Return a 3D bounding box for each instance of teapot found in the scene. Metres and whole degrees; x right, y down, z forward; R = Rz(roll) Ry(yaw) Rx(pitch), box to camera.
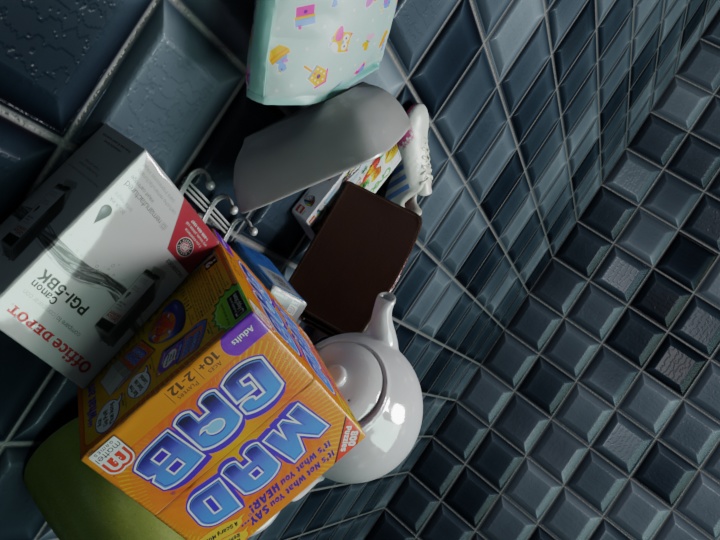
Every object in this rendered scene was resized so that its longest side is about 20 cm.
[{"bbox_3d":[-0.019,0.161,0.897,0.193,0.203,0.147,-18,150,3],"label":"teapot"}]

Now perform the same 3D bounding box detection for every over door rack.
[{"bbox_3d":[-0.210,-0.002,0.859,0.201,0.066,0.148,-52,157,-8],"label":"over door rack"}]

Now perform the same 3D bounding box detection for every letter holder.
[{"bbox_3d":[0.000,0.000,1.057,0.202,0.140,0.101,-60,160,-12],"label":"letter holder"}]

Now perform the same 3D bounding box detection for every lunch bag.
[{"bbox_3d":[-0.047,-0.276,0.745,0.200,0.121,0.173,-39,154,-46],"label":"lunch bag"}]

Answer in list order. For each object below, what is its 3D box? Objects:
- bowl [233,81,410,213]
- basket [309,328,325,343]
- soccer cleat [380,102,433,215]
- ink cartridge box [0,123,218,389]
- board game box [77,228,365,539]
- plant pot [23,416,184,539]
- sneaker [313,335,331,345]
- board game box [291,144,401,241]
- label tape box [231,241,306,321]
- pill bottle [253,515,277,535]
[{"bbox_3d":[-0.048,-0.153,0.840,0.196,0.076,0.200,-19,-165,21],"label":"bowl"},{"bbox_3d":[-0.053,0.181,1.348,0.180,0.134,0.203,-37,150,-64],"label":"basket"},{"bbox_3d":[0.094,-0.178,1.206,0.069,0.086,0.203,-34,149,-40],"label":"soccer cleat"},{"bbox_3d":[-0.255,-0.011,0.694,0.201,0.082,0.147,-50,142,-14],"label":"ink cartridge box"},{"bbox_3d":[-0.152,0.124,0.760,0.199,0.200,0.201,-39,123,-1],"label":"board game box"},{"bbox_3d":[-0.287,0.301,0.890,0.185,0.201,0.189,-28,149,-19],"label":"plant pot"},{"bbox_3d":[-0.091,0.167,1.028,0.202,0.069,0.109,-59,154,-19],"label":"sneaker"},{"bbox_3d":[-0.017,-0.134,1.110,0.201,0.034,0.126,-52,158,-8],"label":"board game box"},{"bbox_3d":[-0.170,0.084,0.945,0.063,0.144,0.202,29,98,-36],"label":"label tape box"},{"bbox_3d":[-0.170,0.286,0.955,0.120,0.120,0.200,-44,179,-23],"label":"pill bottle"}]
